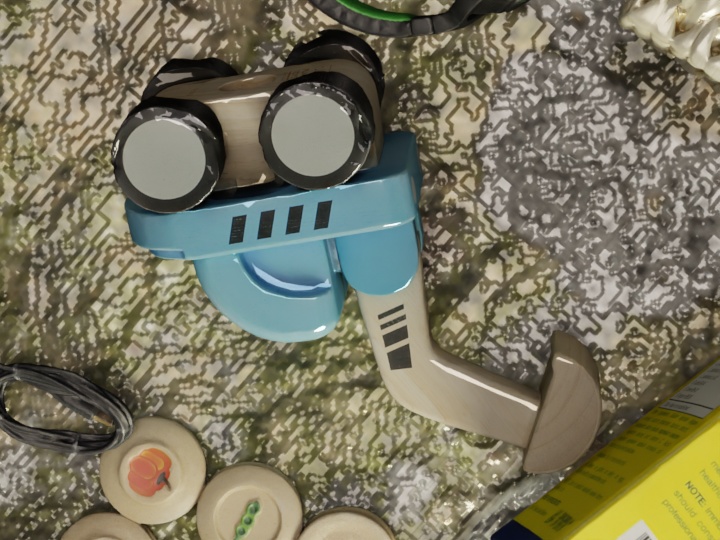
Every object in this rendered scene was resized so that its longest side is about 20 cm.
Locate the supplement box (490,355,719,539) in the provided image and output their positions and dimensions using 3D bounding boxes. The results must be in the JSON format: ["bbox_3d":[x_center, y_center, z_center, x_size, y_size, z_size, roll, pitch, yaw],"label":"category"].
[{"bbox_3d":[0.171,0.102,1.023,0.200,0.109,0.110,-38,93,-3],"label":"supplement box"}]

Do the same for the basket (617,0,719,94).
[{"bbox_3d":[0.204,-0.151,0.998,0.123,0.136,0.200,30,96,2],"label":"basket"}]

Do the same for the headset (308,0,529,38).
[{"bbox_3d":[0.051,-0.170,1.026,0.199,0.094,0.124,-11,95,16],"label":"headset"}]

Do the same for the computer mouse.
[{"bbox_3d":[-0.189,0.022,1.091,0.200,0.034,0.059,35,112,-3],"label":"computer mouse"}]

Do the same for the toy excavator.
[{"bbox_3d":[0.000,0.000,1.056,0.194,0.100,0.201,-8,108,6],"label":"toy excavator"}]

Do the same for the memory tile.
[{"bbox_3d":[-0.083,0.180,1.108,0.153,0.017,0.200,26,96,1],"label":"memory tile"}]
